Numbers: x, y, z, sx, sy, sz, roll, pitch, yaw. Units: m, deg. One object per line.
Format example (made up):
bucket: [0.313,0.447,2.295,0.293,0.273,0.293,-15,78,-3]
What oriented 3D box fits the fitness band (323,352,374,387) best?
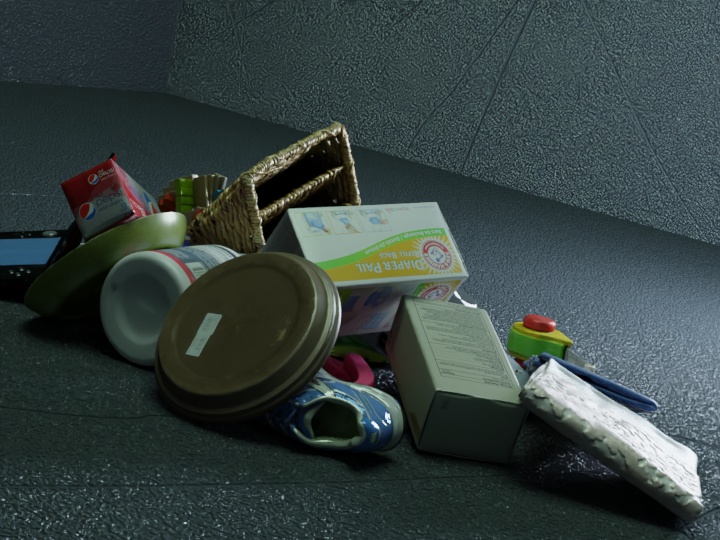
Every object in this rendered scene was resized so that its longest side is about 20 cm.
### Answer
fitness band: [-0.060,0.110,1.586,0.142,0.038,0.200,9,10,-12]

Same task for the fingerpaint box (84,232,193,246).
fingerpaint box: [-0.221,0.003,1.865,0.199,0.074,0.166,2,14,-43]

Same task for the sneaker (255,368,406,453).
sneaker: [-0.057,0.122,1.418,0.198,0.076,0.077,13,7,20]

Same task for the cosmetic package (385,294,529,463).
cosmetic package: [0.096,0.109,1.539,0.104,0.072,0.200,12,25,-13]

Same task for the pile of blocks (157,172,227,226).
pile of blocks: [-0.196,-0.081,1.905,0.199,0.083,0.062,20,10,38]

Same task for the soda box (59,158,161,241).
soda box: [-0.265,-0.059,1.657,0.063,0.070,0.200,-25,-11,1]

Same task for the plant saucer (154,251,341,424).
plant saucer: [-0.114,0.057,1.444,0.199,0.201,0.030,20,-26,38]

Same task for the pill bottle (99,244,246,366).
pill bottle: [-0.180,0.033,1.631,0.119,0.121,0.200,17,11,26]

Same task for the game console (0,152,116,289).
game console: [-0.383,-0.062,1.784,0.171,0.120,0.200,-2,17,-1]

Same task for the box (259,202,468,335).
box: [0.000,0.000,1.634,0.199,0.113,0.102,-4,59,-33]

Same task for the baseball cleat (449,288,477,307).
baseball cleat: [0.072,-0.003,1.807,0.199,0.107,0.070,20,20,-25]

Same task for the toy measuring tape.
toy measuring tape: [0.227,0.100,1.860,0.073,0.074,0.200,9,11,-13]

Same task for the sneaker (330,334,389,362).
sneaker: [0.009,0.063,1.770,0.199,0.084,0.074,6,8,-32]

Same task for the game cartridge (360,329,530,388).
game cartridge: [0.105,0.102,1.696,0.133,0.041,0.200,-7,33,-40]

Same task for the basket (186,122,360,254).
basket: [-0.079,-0.060,1.789,0.143,0.149,0.200,55,42,3]

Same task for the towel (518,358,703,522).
towel: [0.251,0.161,1.479,0.199,0.032,0.191,34,11,7]

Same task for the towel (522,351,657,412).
towel: [0.253,0.131,1.675,0.146,0.024,0.200,22,-4,5]

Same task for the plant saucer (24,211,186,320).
plant saucer: [-0.273,0.003,1.643,0.031,0.199,0.200,60,26,11]
